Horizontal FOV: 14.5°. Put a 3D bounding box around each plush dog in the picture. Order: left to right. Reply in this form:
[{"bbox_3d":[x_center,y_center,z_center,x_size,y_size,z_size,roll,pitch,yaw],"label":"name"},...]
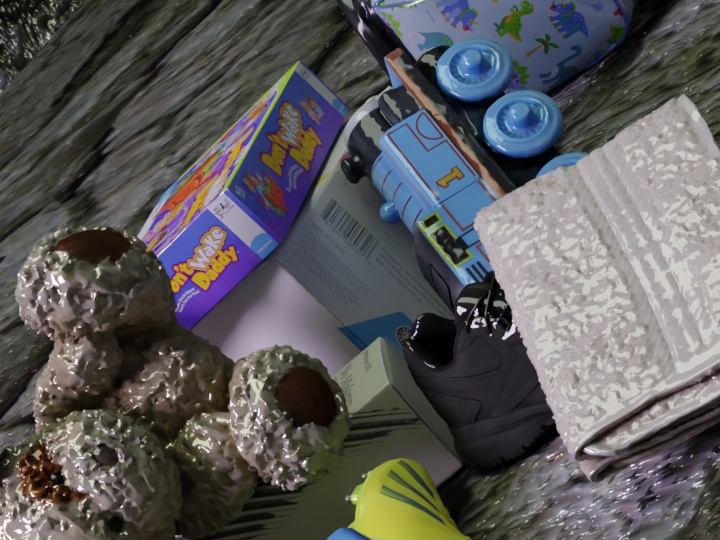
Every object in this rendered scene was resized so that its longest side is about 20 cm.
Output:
[{"bbox_3d":[-0.129,0.102,1.489,0.172,0.200,0.161,-50,-9,-34],"label":"plush dog"}]

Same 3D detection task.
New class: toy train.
[{"bbox_3d":[0.068,-0.048,1.605,0.114,0.087,0.200,-30,54,-11],"label":"toy train"}]

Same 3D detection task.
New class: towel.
[{"bbox_3d":[0.135,0.004,1.366,0.132,0.035,0.200,-29,41,6],"label":"towel"}]

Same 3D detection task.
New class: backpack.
[{"bbox_3d":[0.102,-0.189,1.974,0.200,0.163,0.154,-34,24,5],"label":"backpack"}]

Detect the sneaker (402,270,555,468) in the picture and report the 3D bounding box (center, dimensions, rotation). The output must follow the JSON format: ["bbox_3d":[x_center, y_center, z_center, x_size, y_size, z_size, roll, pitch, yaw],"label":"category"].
[{"bbox_3d":[0.097,0.035,1.439,0.200,0.091,0.076,-28,19,41],"label":"sneaker"}]

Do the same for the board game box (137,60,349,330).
[{"bbox_3d":[-0.084,-0.032,1.675,0.134,0.045,0.200,-43,11,25],"label":"board game box"}]

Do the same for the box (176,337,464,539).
[{"bbox_3d":[-0.040,0.133,1.560,0.200,0.068,0.082,-41,16,8],"label":"box"}]

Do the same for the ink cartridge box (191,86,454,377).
[{"bbox_3d":[0.000,0.000,1.705,0.125,0.129,0.200,-36,14,45],"label":"ink cartridge box"}]

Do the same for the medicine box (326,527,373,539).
[{"bbox_3d":[-0.020,0.224,1.183,0.200,0.103,0.182,-46,15,-8],"label":"medicine box"}]

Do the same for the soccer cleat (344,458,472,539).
[{"bbox_3d":[0.032,0.146,1.389,0.083,0.065,0.200,-9,17,7],"label":"soccer cleat"}]
